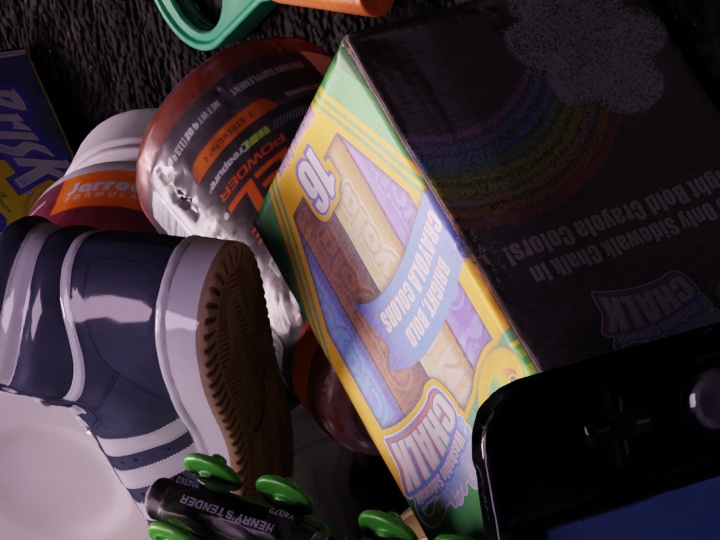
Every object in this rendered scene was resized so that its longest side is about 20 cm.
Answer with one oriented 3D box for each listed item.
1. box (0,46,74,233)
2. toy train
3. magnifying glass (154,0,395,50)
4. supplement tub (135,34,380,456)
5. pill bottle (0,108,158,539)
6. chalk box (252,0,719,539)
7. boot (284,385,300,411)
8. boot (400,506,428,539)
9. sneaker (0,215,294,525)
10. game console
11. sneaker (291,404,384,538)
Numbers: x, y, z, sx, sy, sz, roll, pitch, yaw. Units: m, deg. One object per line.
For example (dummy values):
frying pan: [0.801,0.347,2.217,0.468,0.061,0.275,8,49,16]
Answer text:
box: [-0.179,-0.028,1.314,0.065,0.070,0.200,100,151,-44]
toy train: [0.016,0.110,0.851,0.199,0.042,0.057,16,152,25]
magnifying glass: [-0.044,-0.131,1.095,0.200,0.022,0.080,20,124,59]
supplement tub: [0.000,0.000,1.003,0.200,0.107,0.107,47,145,36]
pill bottle: [-0.107,0.025,1.106,0.201,0.113,0.115,-74,-7,-48]
chalk box: [0.072,0.017,0.864,0.201,0.124,0.124,62,151,19]
boot: [-0.072,0.106,1.264,0.131,0.067,0.201,49,141,47]
boot: [-0.019,0.160,0.917,0.200,0.155,0.073,-33,93,40]
sneaker: [-0.089,0.054,0.964,0.108,0.070,0.201,10,139,14]
game console: [0.144,0.119,0.750,0.116,0.175,0.201,-164,62,-67]
sneaker: [-0.019,0.132,1.166,0.075,0.081,0.200,36,159,28]
